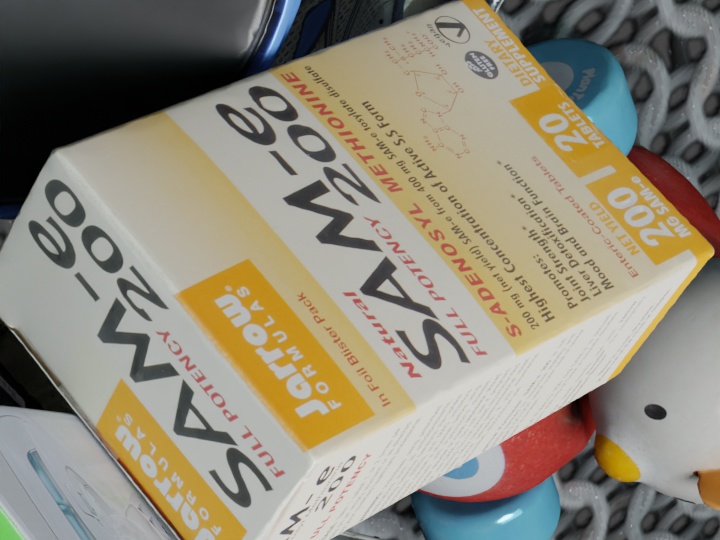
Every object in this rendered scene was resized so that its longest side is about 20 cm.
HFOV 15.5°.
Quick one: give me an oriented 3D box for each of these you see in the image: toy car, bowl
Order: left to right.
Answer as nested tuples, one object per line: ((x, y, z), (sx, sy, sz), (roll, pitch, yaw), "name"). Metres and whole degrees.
((-0.113, -0.109, 0.827), (0.200, 0.039, 0.201), (-2, 110, -7), "bowl")
((0.106, 0.044, 1.035), (0.177, 0.200, 0.184), (-36, 131, -18), "toy car")

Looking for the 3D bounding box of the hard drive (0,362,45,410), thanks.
((-0.214, 0.070, 0.846), (0.200, 0.038, 0.140), (-41, 111, 5), "hard drive")

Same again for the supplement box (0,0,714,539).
((0.000, 0.000, 0.834), (0.200, 0.126, 0.074), (-26, 158, -44), "supplement box")

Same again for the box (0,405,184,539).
((-0.136, 0.139, 0.787), (0.200, 0.097, 0.176), (-42, 166, 10), "box")

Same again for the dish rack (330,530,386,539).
((-0.052, 0.134, 0.958), (0.153, 0.200, 0.055), (17, 63, -42), "dish rack")

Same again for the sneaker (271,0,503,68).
((-0.004, -0.070, 0.966), (0.077, 0.085, 0.200), (32, 92, -44), "sneaker")

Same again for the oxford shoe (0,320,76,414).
((-0.091, 0.086, 0.981), (0.071, 0.074, 0.200), (-44, 143, -13), "oxford shoe")
